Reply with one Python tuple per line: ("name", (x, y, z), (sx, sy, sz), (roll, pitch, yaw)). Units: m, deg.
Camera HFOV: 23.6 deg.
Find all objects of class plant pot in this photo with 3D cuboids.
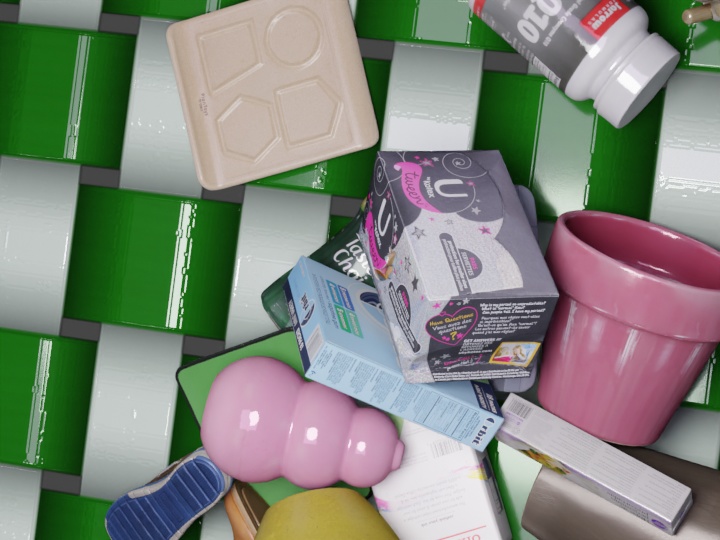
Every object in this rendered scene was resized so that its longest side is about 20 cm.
("plant pot", (0.256, 0.060, 1.660), (0.198, 0.200, 0.181), (22, 108, 13))
("plant pot", (-0.033, 0.297, 1.677), (0.198, 0.200, 0.143), (-18, 62, 12))

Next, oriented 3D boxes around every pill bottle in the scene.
("pill bottle", (0.213, -0.243, 1.710), (0.200, 0.114, 0.114), (43, 97, 12))

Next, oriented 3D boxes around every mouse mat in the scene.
("mouse mat", (-0.089, 0.167, 1.778), (0.160, 0.008, 0.202), (-19, 103, 24))

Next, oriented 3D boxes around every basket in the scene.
("basket", (0.268, 0.243, 1.671), (0.199, 0.136, 0.182), (26, 105, 17))

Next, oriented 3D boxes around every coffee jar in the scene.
("coffee jar", (0.000, 0.000, 1.767), (0.200, 0.085, 0.104), (-42, 82, 8))

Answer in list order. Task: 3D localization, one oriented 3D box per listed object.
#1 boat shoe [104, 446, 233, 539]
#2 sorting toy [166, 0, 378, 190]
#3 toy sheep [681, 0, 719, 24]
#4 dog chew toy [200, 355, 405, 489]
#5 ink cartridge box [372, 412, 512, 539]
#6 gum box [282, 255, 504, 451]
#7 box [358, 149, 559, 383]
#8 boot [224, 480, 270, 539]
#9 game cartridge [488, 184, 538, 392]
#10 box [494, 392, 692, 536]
("boat shoe", (-0.189, 0.239, 1.805), (0.199, 0.072, 0.073), (-32, 92, 37))
("sorting toy", (-0.093, -0.196, 1.827), (0.198, 0.036, 0.187), (-14, 85, 8))
("toy sheep", (0.366, -0.310, 1.667), (0.136, 0.138, 0.202), (-10, 98, 13))
("dog chew toy", (-0.054, 0.159, 1.699), (0.198, 0.125, 0.126), (13, 91, 4))
("ink cartridge box", (0.080, 0.234, 1.747), (0.116, 0.067, 0.202), (-18, 83, 13))
("gum box", (0.029, 0.078, 1.656), (0.199, 0.170, 0.045), (25, 111, -21))
("box", (0.086, -0.008, 1.604), (0.131, 0.115, 0.201), (-1, 44, -16))
("boot", (-0.138, 0.333, 1.795), (0.154, 0.077, 0.202), (-25, 97, 17))
("game cartridge", (0.140, 0.019, 1.710), (0.040, 0.133, 0.203), (0, 88, -12))
("box", (0.216, 0.181, 1.618), (0.199, 0.039, 0.042), (27, 70, 24))
